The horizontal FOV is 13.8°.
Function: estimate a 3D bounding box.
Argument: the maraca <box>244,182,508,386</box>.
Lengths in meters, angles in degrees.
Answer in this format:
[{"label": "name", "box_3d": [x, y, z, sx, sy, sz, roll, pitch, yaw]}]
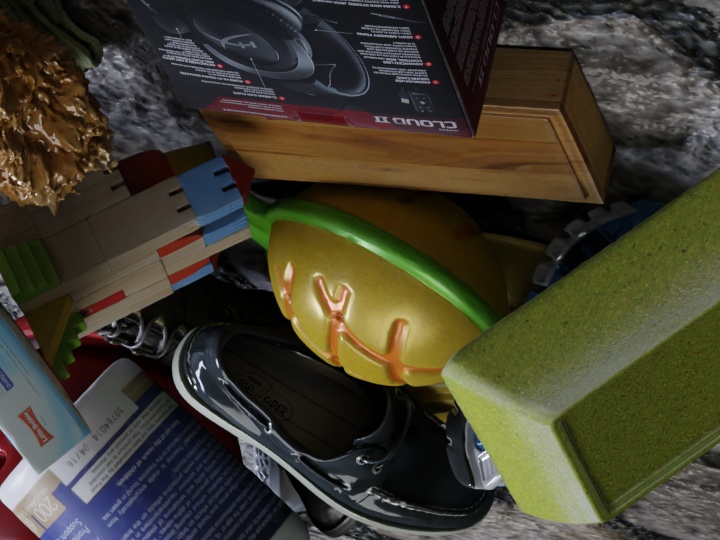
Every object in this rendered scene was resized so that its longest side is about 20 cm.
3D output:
[{"label": "maraca", "box_3d": [0.000, 0.000, 1.609, 0.200, 0.107, 0.137, 19, 159, 47]}]

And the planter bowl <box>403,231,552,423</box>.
[{"label": "planter bowl", "box_3d": [0.077, 0.057, 1.715, 0.199, 0.084, 0.201, 12, 156, 5]}]

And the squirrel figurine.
[{"label": "squirrel figurine", "box_3d": [-0.214, -0.097, 1.417, 0.199, 0.142, 0.187, 8, 152, -29]}]

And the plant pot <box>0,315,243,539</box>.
[{"label": "plant pot", "box_3d": [-0.163, 0.131, 1.896, 0.199, 0.183, 0.201, 12, 158, 5]}]

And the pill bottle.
[{"label": "pill bottle", "box_3d": [-0.100, 0.155, 1.699, 0.200, 0.111, 0.111, 43, 154, 0]}]

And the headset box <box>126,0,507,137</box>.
[{"label": "headset box", "box_3d": [-0.024, -0.135, 1.341, 0.148, 0.078, 0.200, 7, 157, 18]}]

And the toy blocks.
[{"label": "toy blocks", "box_3d": [-0.119, -0.020, 1.558, 0.136, 0.100, 0.200, -26, 171, -5]}]

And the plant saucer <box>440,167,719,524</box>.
[{"label": "plant saucer", "box_3d": [0.156, 0.049, 1.536, 0.048, 0.199, 0.200, 54, 178, 31]}]

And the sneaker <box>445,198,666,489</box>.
[{"label": "sneaker", "box_3d": [0.128, 0.040, 1.610, 0.086, 0.075, 0.200, 7, 132, -39]}]

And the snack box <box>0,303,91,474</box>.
[{"label": "snack box", "box_3d": [-0.194, 0.033, 1.513, 0.116, 0.037, 0.200, 54, 175, -11]}]

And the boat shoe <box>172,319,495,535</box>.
[{"label": "boat shoe", "box_3d": [-0.006, 0.083, 1.640, 0.199, 0.075, 0.066, 33, 157, -8]}]

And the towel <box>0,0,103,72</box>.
[{"label": "towel", "box_3d": [-0.243, -0.137, 1.515, 0.199, 0.037, 0.148, 3, 156, 22]}]

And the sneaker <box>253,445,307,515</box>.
[{"label": "sneaker", "box_3d": [0.009, 0.112, 1.847, 0.114, 0.076, 0.200, -1, 180, 18]}]

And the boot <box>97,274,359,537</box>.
[{"label": "boot", "box_3d": [-0.082, 0.057, 1.705, 0.174, 0.200, 0.069, 25, 117, -36]}]

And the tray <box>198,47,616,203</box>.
[{"label": "tray", "box_3d": [0.020, -0.076, 1.503, 0.199, 0.037, 0.099, 4, 155, 21]}]
